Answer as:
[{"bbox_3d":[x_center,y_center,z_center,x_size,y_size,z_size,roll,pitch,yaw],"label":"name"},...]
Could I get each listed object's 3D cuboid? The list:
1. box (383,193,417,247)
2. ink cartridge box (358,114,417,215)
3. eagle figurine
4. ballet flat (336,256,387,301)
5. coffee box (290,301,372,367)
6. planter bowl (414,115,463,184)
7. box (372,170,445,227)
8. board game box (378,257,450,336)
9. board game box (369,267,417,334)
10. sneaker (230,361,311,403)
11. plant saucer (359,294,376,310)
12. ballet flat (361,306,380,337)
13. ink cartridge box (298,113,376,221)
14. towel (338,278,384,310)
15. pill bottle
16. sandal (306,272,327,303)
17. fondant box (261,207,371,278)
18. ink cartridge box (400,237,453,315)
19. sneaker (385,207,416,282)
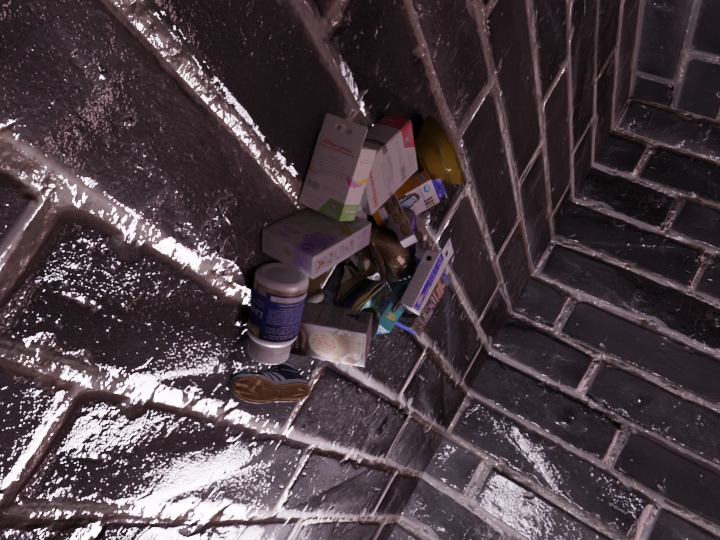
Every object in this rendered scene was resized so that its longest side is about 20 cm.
[{"bbox_3d":[0.084,-0.148,1.512,0.041,0.200,0.039,-26,151,8],"label":"box"},{"bbox_3d":[0.043,-0.252,1.450,0.200,0.083,0.147,-47,143,-29],"label":"ink cartridge box"},{"bbox_3d":[0.030,-0.047,1.484,0.152,0.200,0.151,-58,153,-15],"label":"eagle figurine"},{"bbox_3d":[0.000,0.000,1.609,0.200,0.065,0.071,-39,-177,14],"label":"ballet flat"},{"bbox_3d":[-0.077,0.149,1.456,0.080,0.199,0.115,-71,167,-52],"label":"coffee box"},{"bbox_3d":[0.187,-0.298,1.614,0.083,0.201,0.201,-28,147,-2],"label":"planter bowl"},{"bbox_3d":[0.123,-0.183,1.605,0.200,0.042,0.119,-31,151,3],"label":"box"},{"bbox_3d":[0.148,0.069,1.843,0.200,0.159,0.097,-60,153,-9],"label":"board game box"},{"bbox_3d":[0.085,0.083,1.703,0.200,0.047,0.151,-56,-167,-20],"label":"board game box"},{"bbox_3d":[-0.226,0.260,1.464,0.200,0.108,0.070,12,108,-31],"label":"sneaker"},{"bbox_3d":[-0.022,0.130,1.678,0.200,0.027,0.200,-52,174,-8],"label":"plant saucer"},{"bbox_3d":[-0.002,0.167,1.627,0.068,0.068,0.200,-39,166,-31],"label":"ballet flat"},{"bbox_3d":[-0.043,-0.218,1.297,0.067,0.117,0.200,-9,122,-59],"label":"ink cartridge box"},{"bbox_3d":[-0.008,0.070,1.576,0.144,0.023,0.200,-42,-173,-6],"label":"towel"},{"bbox_3d":[-0.184,0.094,1.324,0.116,0.116,0.201,-21,130,-53],"label":"pill bottle"},{"bbox_3d":[-0.123,0.011,1.431,0.077,0.070,0.212,-16,158,-9],"label":"sandal"},{"bbox_3d":[-0.091,-0.072,1.311,0.200,0.144,0.058,-35,142,-44],"label":"fondant box"},{"bbox_3d":[0.174,0.013,1.571,0.200,0.043,0.198,-61,166,-3],"label":"ink cartridge box"},{"bbox_3d":[0.115,-0.075,1.636,0.099,0.069,0.201,-23,130,-57],"label":"sneaker"}]
